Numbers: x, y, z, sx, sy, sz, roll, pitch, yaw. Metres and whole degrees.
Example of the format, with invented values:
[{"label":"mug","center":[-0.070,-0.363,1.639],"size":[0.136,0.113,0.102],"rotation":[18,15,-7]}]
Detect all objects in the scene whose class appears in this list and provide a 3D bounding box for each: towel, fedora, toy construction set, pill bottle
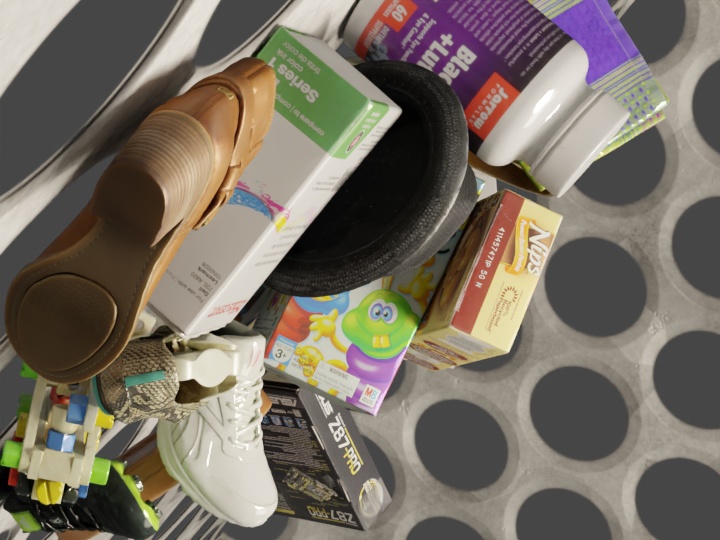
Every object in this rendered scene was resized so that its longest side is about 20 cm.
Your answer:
[{"label":"towel","center":[0.140,-0.176,1.721],"size":[0.144,0.200,0.023],"rotation":[-30,-177,-20]},{"label":"fedora","center":[0.011,-0.054,1.609],"size":[0.201,0.201,0.092],"rotation":[-50,138,8]},{"label":"toy construction set","center":[-0.200,0.091,1.556],"size":[0.200,0.092,0.131],"rotation":[-58,162,-75]},{"label":"pill bottle","center":[0.095,-0.148,1.630],"size":[0.111,0.200,0.111],"rotation":[-49,174,-6]}]

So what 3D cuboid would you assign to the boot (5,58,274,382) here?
[{"label":"boot","center":[-0.122,-0.029,1.315],"size":[0.200,0.074,0.155],"rotation":[-50,180,38]}]

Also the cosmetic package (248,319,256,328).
[{"label":"cosmetic package","center":[-0.099,0.013,1.867],"size":[0.200,0.073,0.104],"rotation":[-47,175,-34]}]

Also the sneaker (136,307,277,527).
[{"label":"sneaker","center":[-0.104,0.090,1.643],"size":[0.099,0.200,0.078],"rotation":[-31,170,32]}]

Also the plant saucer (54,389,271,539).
[{"label":"plant saucer","center":[-0.161,0.150,1.775],"size":[0.200,0.032,0.200],"rotation":[-33,-176,3]}]

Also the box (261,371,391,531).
[{"label":"box","center":[-0.086,0.141,1.928],"size":[0.200,0.161,0.049],"rotation":[5,-142,41]}]

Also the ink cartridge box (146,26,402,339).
[{"label":"ink cartridge box","center":[-0.072,-0.059,1.504],"size":[0.200,0.084,0.145],"rotation":[-51,175,7]}]

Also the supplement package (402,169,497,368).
[{"label":"supplement package","center":[0.044,-0.035,1.940],"size":[0.120,0.121,0.200],"rotation":[125,-30,-49]}]

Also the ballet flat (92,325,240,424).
[{"label":"ballet flat","center":[-0.119,0.069,1.496],"size":[0.075,0.068,0.200],"rotation":[-11,179,9]}]

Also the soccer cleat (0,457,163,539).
[{"label":"soccer cleat","center":[-0.214,0.170,1.652],"size":[0.081,0.068,0.200],"rotation":[-40,-152,-19]}]

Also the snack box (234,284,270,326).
[{"label":"snack box","center":[-0.125,0.029,1.754],"size":[0.200,0.072,0.024],"rotation":[-45,178,-42]}]

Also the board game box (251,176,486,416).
[{"label":"board game box","center":[0.000,0.000,1.730],"size":[0.200,0.103,0.105],"rotation":[-65,-169,-6]}]

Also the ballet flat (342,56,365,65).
[{"label":"ballet flat","center":[-0.046,-0.079,1.711],"size":[0.200,0.067,0.062],"rotation":[-51,-176,15]}]

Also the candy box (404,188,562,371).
[{"label":"candy box","center":[0.084,0.011,1.739],"size":[0.115,0.055,0.200],"rotation":[-66,-169,-12]}]

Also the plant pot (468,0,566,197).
[{"label":"plant pot","center":[0.119,-0.190,1.806],"size":[0.200,0.186,0.186],"rotation":[-63,175,-1]}]
